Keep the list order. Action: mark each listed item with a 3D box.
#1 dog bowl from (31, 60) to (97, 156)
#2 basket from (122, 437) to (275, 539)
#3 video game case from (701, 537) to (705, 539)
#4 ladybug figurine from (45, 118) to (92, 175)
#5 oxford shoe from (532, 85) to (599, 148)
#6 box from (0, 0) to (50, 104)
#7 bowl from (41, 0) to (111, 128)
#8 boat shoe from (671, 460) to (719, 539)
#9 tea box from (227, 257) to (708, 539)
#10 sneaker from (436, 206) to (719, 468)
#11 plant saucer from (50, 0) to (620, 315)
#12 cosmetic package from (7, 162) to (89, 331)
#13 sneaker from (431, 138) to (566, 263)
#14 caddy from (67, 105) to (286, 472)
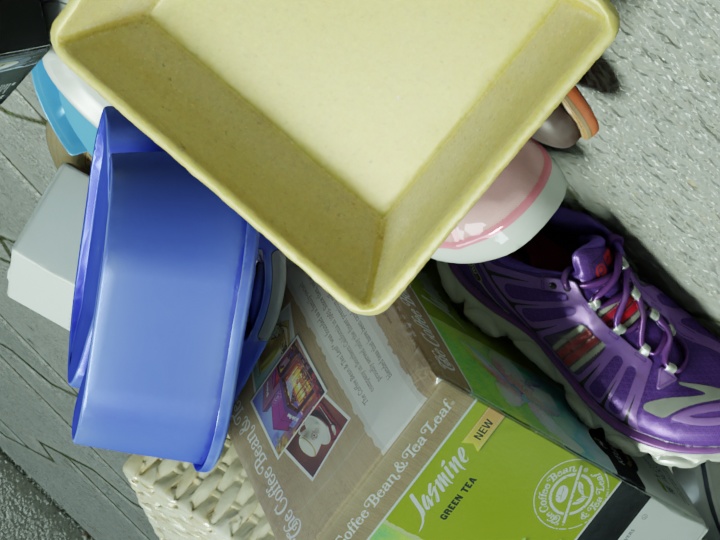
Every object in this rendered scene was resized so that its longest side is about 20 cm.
[{"bbox_3d":[-0.121,-0.065,1.607,0.201,0.049,0.111,55,156,-2],"label":"dog bowl"},{"bbox_3d":[-0.029,0.150,1.855,0.198,0.200,0.161,29,160,34],"label":"basket"},{"bbox_3d":[0.194,0.185,1.490,0.143,0.018,0.200,56,174,-20],"label":"video game case"},{"bbox_3d":[-0.140,-0.064,1.751,0.135,0.072,0.200,36,165,13],"label":"ladybug figurine"},{"bbox_3d":[0.021,-0.099,1.239,0.199,0.073,0.071,32,170,26],"label":"oxford shoe"},{"bbox_3d":[-0.246,-0.179,1.507,0.200,0.086,0.165,157,100,-73],"label":"box"},{"bbox_3d":[-0.114,-0.123,1.477,0.200,0.094,0.201,38,166,11],"label":"bowl"},{"bbox_3d":[0.232,0.146,1.461,0.065,0.072,0.201,-12,118,33],"label":"boat shoe"},{"bbox_3d":[0.045,0.094,1.425,0.196,0.134,0.200,28,-164,-30],"label":"tea box"},{"bbox_3d":[0.125,0.025,1.359,0.199,0.081,0.084,34,150,8],"label":"sneaker"},{"bbox_3d":[-0.009,-0.112,1.177,0.200,0.048,0.200,41,122,1],"label":"plant saucer"},{"bbox_3d":[-0.122,0.022,1.700,0.199,0.072,0.101,29,160,0],"label":"cosmetic package"},{"bbox_3d":[0.012,-0.072,1.344,0.105,0.075,0.200,45,170,-36],"label":"sneaker"},{"bbox_3d":[-0.091,0.006,1.387,0.104,0.201,0.142,6,-156,-10],"label":"caddy"}]
